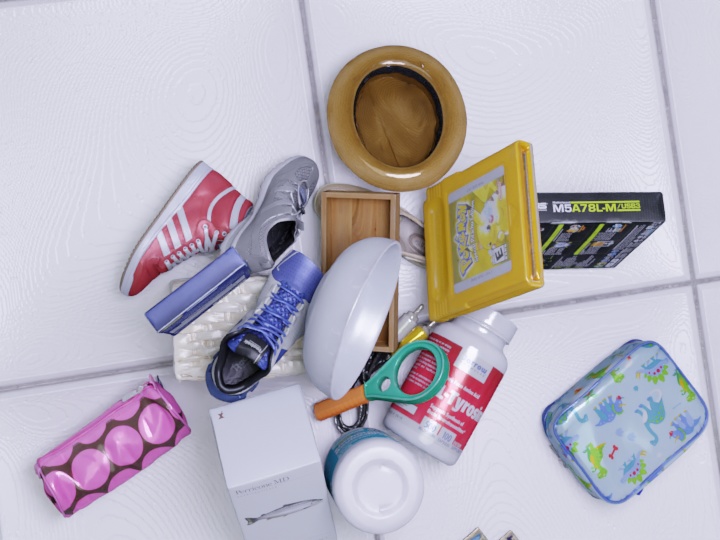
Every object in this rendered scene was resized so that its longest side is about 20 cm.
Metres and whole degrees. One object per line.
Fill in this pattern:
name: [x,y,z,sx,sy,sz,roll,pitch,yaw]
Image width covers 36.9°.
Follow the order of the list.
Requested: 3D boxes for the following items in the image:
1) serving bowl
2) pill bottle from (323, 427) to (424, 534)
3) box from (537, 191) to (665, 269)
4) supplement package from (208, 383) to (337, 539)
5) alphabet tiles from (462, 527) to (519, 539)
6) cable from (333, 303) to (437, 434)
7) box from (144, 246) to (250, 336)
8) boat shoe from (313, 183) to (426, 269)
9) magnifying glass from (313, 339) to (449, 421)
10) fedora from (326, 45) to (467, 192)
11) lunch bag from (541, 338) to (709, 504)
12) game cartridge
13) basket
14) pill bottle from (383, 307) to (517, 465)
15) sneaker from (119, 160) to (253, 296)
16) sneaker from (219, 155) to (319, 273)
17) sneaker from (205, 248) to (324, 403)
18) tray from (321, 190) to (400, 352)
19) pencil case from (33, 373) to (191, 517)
serving bowl: [-0.019,0.048,1.285,0.065,0.200,0.202,22,85,13]
pill bottle: [0.011,0.257,1.351,0.109,0.200,0.113,0,88,-7]
box: [0.267,-0.048,1.392,0.190,0.200,0.048,1,73,-5]
supplement package: [-0.105,0.254,1.326,0.115,0.201,0.118,-15,49,-6]
alphabet tiles: [0.159,0.455,1.459,0.199,0.006,0.167,-39,93,-6]
cable: [0.012,0.119,1.431,0.097,0.050,0.201,34,85,-5]
box: [-0.180,0.025,1.214,0.121,0.200,0.033,-38,91,-7]
boat shoe: [0.032,-0.061,1.432,0.198,0.065,0.073,27,85,-5]
magnifying glass: [0.025,0.150,1.391,0.198,0.022,0.080,-26,54,25]
fedora: [0.046,-0.193,1.429,0.198,0.082,0.204,1,77,-4]
lunch bag: [0.357,0.205,1.453,0.199,0.082,0.161,-40,92,-6]
game cartridge: [0.143,-0.043,1.320,0.032,0.199,0.179,8,71,-32]
basket: [-0.146,0.071,1.378,0.197,0.123,0.138,-3,88,-7]
pill bottle: [0.122,0.142,1.412,0.111,0.112,0.202,30,85,-5]
sneaker: [-0.219,-0.031,1.400,0.112,0.071,0.201,34,82,-1]
sneaker: [-0.096,-0.066,1.381,0.081,0.075,0.201,7,52,33]
sneaker: [-0.107,0.074,1.262,0.080,0.115,0.200,36,84,-4]
tray: [0.000,0.000,1.394,0.097,0.037,0.203,3,100,14]
pencil case: [-0.318,0.222,1.372,0.199,0.091,0.094,-37,127,-8]
